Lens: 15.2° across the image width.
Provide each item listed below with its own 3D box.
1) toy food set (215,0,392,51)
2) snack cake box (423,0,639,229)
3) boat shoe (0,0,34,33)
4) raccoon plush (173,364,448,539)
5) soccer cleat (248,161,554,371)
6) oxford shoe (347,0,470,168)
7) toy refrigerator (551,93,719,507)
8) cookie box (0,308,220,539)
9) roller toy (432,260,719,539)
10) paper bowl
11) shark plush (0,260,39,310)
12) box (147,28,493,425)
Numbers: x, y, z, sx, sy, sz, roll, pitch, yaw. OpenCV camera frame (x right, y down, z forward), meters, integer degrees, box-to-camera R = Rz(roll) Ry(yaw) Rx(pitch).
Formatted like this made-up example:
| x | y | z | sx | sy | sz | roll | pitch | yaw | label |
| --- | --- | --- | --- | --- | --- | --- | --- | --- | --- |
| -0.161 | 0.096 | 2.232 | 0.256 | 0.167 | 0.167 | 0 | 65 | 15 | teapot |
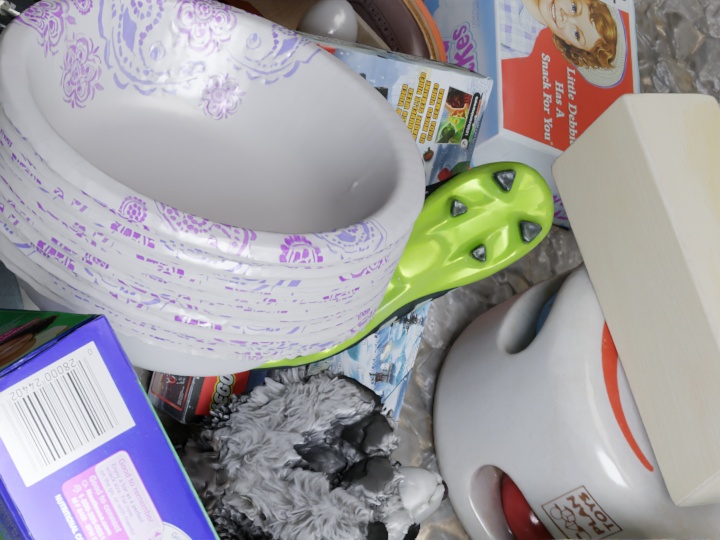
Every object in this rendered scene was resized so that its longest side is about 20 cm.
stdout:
| x | y | z | sx | sy | sz | roll | pitch | yaw | label |
| --- | --- | --- | --- | --- | --- | --- | --- | --- | --- |
| -0.079 | -0.146 | 1.391 | 0.200 | 0.061 | 0.144 | 15 | 25 | -39 | toy food set |
| 0.101 | -0.138 | 1.593 | 0.115 | 0.067 | 0.201 | 20 | 57 | -35 | snack cake box |
| -0.183 | -0.120 | 1.327 | 0.200 | 0.076 | 0.060 | 38 | 77 | -33 | boat shoe |
| -0.056 | 0.108 | 1.347 | 0.199 | 0.134 | 0.097 | 9 | 68 | 1 | raccoon plush |
| 0.000 | 0.000 | 1.321 | 0.199 | 0.081 | 0.068 | -20 | 91 | -8 | soccer cleat |
| 0.006 | -0.091 | 1.488 | 0.072 | 0.071 | 0.201 | -9 | 74 | -36 | oxford shoe |
| 0.174 | 0.013 | 1.386 | 0.070 | 0.076 | 0.201 | -2 | 61 | -33 | toy refrigerator |
| -0.127 | 0.107 | 1.156 | 0.075 | 0.200 | 0.172 | -29 | 100 | -18 | cookie box |
| 0.145 | 0.087 | 1.465 | 0.182 | 0.140 | 0.201 | 10 | 63 | -37 | roller toy |
| -0.079 | -0.031 | 1.204 | 0.200 | 0.105 | 0.201 | 17 | 31 | -10 | paper bowl |
| -0.179 | 0.024 | 1.298 | 0.083 | 0.091 | 0.201 | 16 | 78 | -12 | shark plush |
| -0.020 | -0.016 | 1.368 | 0.137 | 0.040 | 0.201 | 9 | 101 | -39 | box |
